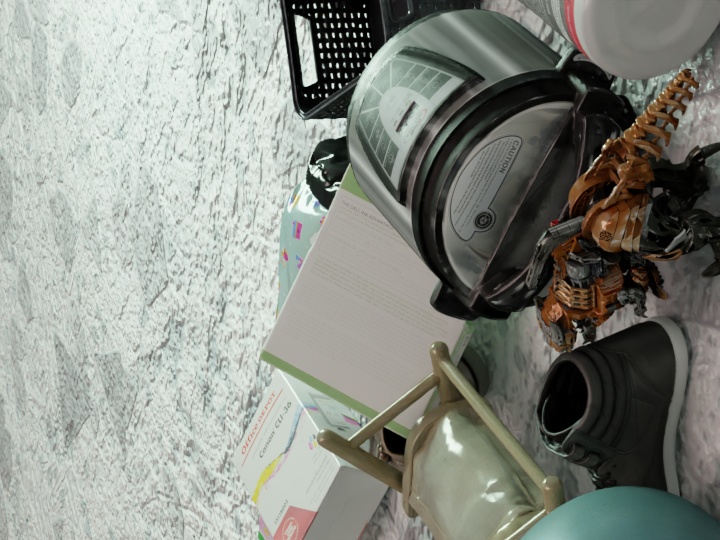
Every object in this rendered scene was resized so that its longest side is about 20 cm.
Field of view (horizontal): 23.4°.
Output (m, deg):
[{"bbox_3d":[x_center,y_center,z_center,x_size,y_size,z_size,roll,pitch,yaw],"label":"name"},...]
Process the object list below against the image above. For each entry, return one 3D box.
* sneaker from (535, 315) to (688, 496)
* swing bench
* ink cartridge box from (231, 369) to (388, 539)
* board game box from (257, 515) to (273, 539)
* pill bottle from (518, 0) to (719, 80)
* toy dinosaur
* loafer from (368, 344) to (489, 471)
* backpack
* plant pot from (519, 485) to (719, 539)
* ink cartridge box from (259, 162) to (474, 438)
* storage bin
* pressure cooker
[{"bbox_3d":[0.164,0.133,1.186,0.071,0.098,0.203,28,121,59],"label":"sneaker"},{"bbox_3d":[0.091,0.198,1.284,0.201,0.129,0.199,55,178,-37],"label":"swing bench"},{"bbox_3d":[-0.057,0.179,1.676,0.117,0.067,0.200,-62,36,19],"label":"ink cartridge box"},{"bbox_3d":[-0.062,0.323,1.776,0.153,0.040,0.202,-135,46,-55],"label":"board game box"},{"bbox_3d":[0.148,-0.216,1.152,0.200,0.109,0.112,-129,42,-51],"label":"pill bottle"},{"bbox_3d":[0.175,-0.029,1.092,0.200,0.134,0.103,124,136,-53],"label":"toy dinosaur"},{"bbox_3d":[0.041,0.127,1.476,0.072,0.063,0.200,51,144,12],"label":"loafer"},{"bbox_3d":[0.000,0.000,1.489,0.167,0.125,0.202,45,135,52],"label":"backpack"},{"bbox_3d":[0.174,0.217,1.110,0.135,0.198,0.202,-67,-9,-58],"label":"plant pot"},{"bbox_3d":[0.025,0.012,1.372,0.202,0.144,0.048,-64,-15,4],"label":"ink cartridge box"},{"bbox_3d":[0.014,-0.214,1.465,0.200,0.093,0.137,157,108,-63],"label":"storage bin"},{"bbox_3d":[0.099,-0.075,1.210,0.200,0.177,0.177,52,161,51],"label":"pressure cooker"}]
